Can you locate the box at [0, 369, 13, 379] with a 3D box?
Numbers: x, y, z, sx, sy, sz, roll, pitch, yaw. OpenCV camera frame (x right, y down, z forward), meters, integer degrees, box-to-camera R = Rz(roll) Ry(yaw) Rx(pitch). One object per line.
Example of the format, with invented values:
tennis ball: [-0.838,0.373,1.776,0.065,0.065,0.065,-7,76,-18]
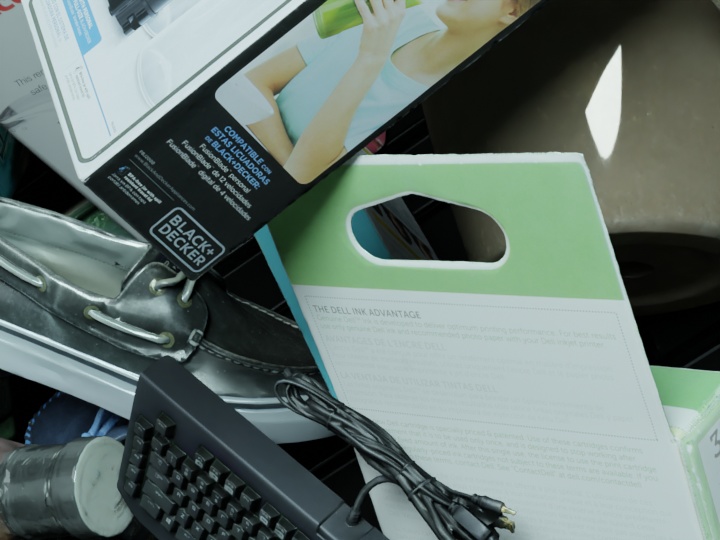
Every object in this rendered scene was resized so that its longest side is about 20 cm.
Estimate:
box: [-0.243,0.042,0.884,0.157,0.200,0.051,-7,98,41]

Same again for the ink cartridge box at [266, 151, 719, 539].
ink cartridge box: [0.054,0.042,0.624,0.145,0.201,0.048,2,30,42]

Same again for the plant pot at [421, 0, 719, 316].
plant pot: [0.094,-0.081,0.711,0.199,0.200,0.176,-13,68,33]

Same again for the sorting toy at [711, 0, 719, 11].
sorting toy: [0.189,-0.150,0.666,0.036,0.185,0.201,10,66,48]

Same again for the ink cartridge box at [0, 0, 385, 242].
ink cartridge box: [-0.101,-0.114,0.871,0.146,0.200,0.083,-22,47,25]

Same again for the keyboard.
keyboard: [-0.010,0.099,0.659,0.200,0.021,0.128,37,128,23]

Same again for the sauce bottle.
sauce bottle: [-0.181,0.099,0.786,0.199,0.066,0.066,-6,55,32]

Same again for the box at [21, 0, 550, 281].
box: [-0.008,-0.104,0.599,0.200,0.060,0.117,-36,41,10]

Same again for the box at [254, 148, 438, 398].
box: [0.000,0.000,0.788,0.049,0.082,0.200,-39,41,10]

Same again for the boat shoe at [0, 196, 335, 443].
boat shoe: [-0.091,0.018,0.786,0.199,0.071,0.072,14,27,2]

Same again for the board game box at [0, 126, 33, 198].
board game box: [-0.210,-0.098,0.966,0.028,0.200,0.136,18,68,12]

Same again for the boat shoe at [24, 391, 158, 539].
boat shoe: [-0.090,0.087,0.805,0.199,0.069,0.084,17,71,46]
